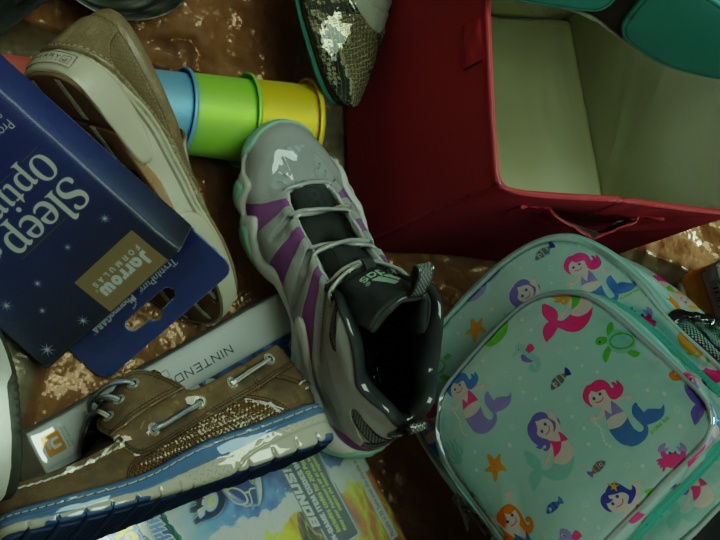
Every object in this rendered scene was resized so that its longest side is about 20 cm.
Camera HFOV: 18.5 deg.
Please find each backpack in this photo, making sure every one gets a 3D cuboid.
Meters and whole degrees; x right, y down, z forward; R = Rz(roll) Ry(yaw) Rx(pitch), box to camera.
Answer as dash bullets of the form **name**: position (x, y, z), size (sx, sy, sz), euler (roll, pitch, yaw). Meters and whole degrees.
- **backpack**: position (0.126, 0.082, 1.239), size (0.200, 0.178, 0.150), euler (52, 15, 30)

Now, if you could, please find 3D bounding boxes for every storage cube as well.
- **storage cube**: position (0.103, -0.104, 1.336), size (0.170, 0.180, 0.201), euler (4, 77, -28)

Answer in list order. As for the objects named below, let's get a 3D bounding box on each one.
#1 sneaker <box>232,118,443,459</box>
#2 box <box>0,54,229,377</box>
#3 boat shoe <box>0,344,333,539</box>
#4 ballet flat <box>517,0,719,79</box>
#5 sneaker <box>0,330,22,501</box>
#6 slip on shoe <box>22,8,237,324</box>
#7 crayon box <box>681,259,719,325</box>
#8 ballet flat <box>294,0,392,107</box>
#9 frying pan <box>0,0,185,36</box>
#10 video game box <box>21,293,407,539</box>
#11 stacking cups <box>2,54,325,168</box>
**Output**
- **sneaker**: position (0.000, 0.000, 1.226), size (0.078, 0.140, 0.201), euler (-18, 87, -26)
- **box**: position (-0.180, -0.028, 1.200), size (0.200, 0.121, 0.032), euler (42, 30, -15)
- **boat shoe**: position (-0.114, 0.093, 1.191), size (0.200, 0.072, 0.073), euler (-16, 76, -33)
- **ballet flat**: position (0.148, -0.167, 1.240), size (0.200, 0.069, 0.070), euler (16, 71, -24)
- **sneaker**: position (-0.247, 0.029, 1.108), size (0.120, 0.084, 0.201), euler (-11, 75, -29)
- **slip on shoe**: position (-0.118, -0.055, 1.237), size (0.061, 0.076, 0.200), euler (-57, 131, -34)
- **crayon box**: position (0.248, 0.051, 1.373), size (0.051, 0.200, 0.127), euler (-17, 88, 1)
- **ballet flat**: position (-0.017, -0.199, 1.326), size (0.068, 0.075, 0.200), euler (26, 41, -63)
- **frying pan**: position (-0.157, -0.169, 1.289), size (0.115, 0.031, 0.190), euler (32, 64, -20)
- **video game box**: position (-0.078, 0.140, 1.259), size (0.182, 0.047, 0.200), euler (-30, 94, -28)
- **stacking cups**: position (-0.122, -0.089, 1.283), size (0.199, 0.060, 0.061), euler (2, 78, -25)
